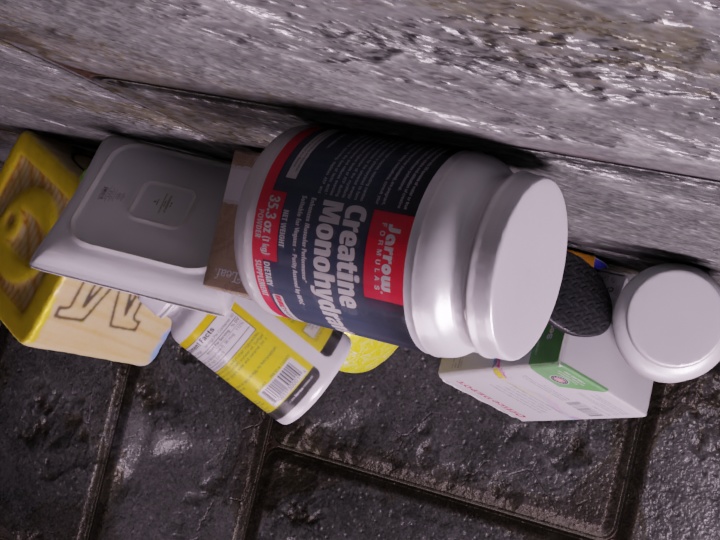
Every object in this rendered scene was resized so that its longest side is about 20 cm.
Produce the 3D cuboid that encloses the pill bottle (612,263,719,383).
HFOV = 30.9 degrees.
[{"bbox_3d":[0.304,0.052,1.272,0.114,0.115,0.200,13,177,12],"label":"pill bottle"}]

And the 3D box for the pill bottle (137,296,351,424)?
[{"bbox_3d":[-0.118,0.053,1.317,0.200,0.114,0.114,40,173,-8],"label":"pill bottle"}]

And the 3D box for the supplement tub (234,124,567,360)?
[{"bbox_3d":[0.027,-0.020,0.898,0.199,0.141,0.140,12,177,29],"label":"supplement tub"}]

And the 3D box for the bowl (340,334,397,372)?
[{"bbox_3d":[0.000,0.000,1.430,0.200,0.201,0.108,16,144,-41],"label":"bowl"}]

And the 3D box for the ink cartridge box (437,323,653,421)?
[{"bbox_3d":[0.207,0.104,1.458,0.145,0.088,0.200,29,155,-30],"label":"ink cartridge box"}]

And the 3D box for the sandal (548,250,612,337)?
[{"bbox_3d":[0.163,0.002,1.303,0.200,0.076,0.048,28,166,-8],"label":"sandal"}]

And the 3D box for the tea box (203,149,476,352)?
[{"bbox_3d":[0.002,-0.016,1.193,0.199,0.134,0.196,11,177,38],"label":"tea box"}]

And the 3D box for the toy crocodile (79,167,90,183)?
[{"bbox_3d":[-0.241,-0.051,1.401,0.062,0.068,0.200,-22,148,8],"label":"toy crocodile"}]

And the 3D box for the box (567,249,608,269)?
[{"bbox_3d":[0.164,-0.015,1.417,0.199,0.042,0.119,16,177,-7],"label":"box"}]

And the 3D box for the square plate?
[{"bbox_3d":[-0.192,-0.055,1.269,0.197,0.200,0.029,14,137,6],"label":"square plate"}]

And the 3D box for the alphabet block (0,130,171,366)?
[{"bbox_3d":[-0.329,-0.022,1.569,0.195,0.197,0.200,37,-167,36],"label":"alphabet block"}]

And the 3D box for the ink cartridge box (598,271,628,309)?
[{"bbox_3d":[0.208,0.030,1.548,0.199,0.100,0.039,14,135,19],"label":"ink cartridge box"}]
